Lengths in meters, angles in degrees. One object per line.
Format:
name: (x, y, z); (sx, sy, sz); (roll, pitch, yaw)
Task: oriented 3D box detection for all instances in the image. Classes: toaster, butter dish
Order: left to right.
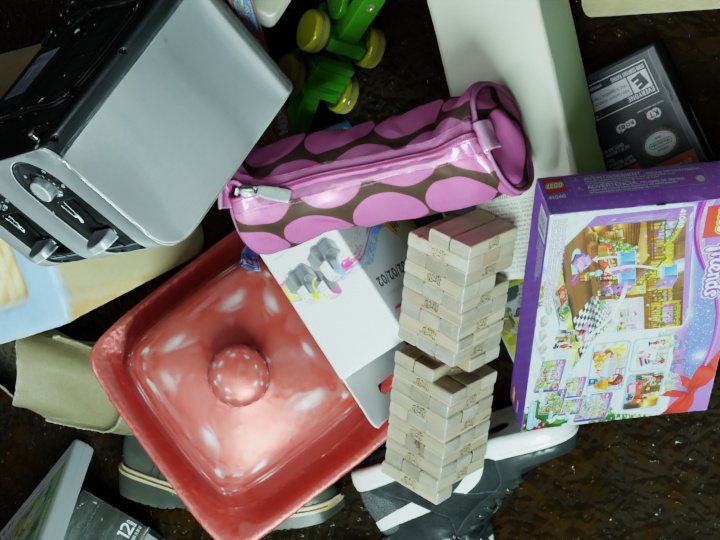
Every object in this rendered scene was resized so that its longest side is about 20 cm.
toaster: (-0.162, -0.102, 1.211); (0.119, 0.201, 0.180); (46, 151, -25)
butter dish: (-0.083, 0.077, 1.339); (0.200, 0.148, 0.200); (-37, 85, -1)

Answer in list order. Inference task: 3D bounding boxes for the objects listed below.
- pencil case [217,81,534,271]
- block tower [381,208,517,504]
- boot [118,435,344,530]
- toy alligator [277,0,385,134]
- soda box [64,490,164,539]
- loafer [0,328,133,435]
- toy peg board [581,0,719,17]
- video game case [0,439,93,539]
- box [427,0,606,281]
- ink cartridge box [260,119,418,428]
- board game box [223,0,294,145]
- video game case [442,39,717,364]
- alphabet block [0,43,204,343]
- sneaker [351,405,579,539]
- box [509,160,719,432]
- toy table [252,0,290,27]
pencil case: (0.008, -0.065, 1.191); (0.199, 0.094, 0.092); (-15, 74, 19)
block tower: (0.060, 0.057, 1.254); (0.054, 0.058, 0.201); (27, 123, 34)
boot: (-0.108, 0.122, 1.442); (0.198, 0.077, 0.140); (6, 103, 24)
toy alligator: (-0.014, -0.179, 1.314); (0.201, 0.059, 0.054); (-59, 36, 28)
soda box: (-0.244, 0.287, 1.501); (0.070, 0.063, 0.201); (26, 77, 16)
loafer: (-0.244, 0.088, 1.470); (0.199, 0.067, 0.077); (13, 104, 41)
toy peg board: (0.215, -0.260, 1.148); (0.199, 0.098, 0.201); (0, 105, 26)
video game case: (-0.293, 0.258, 1.505); (0.022, 0.201, 0.182); (32, 120, -14)
box: (0.112, -0.100, 1.236); (0.082, 0.068, 0.202); (-7, 101, 27)
ink cartridge box: (0.000, 0.000, 1.323); (0.068, 0.115, 0.201); (-33, 90, 28)
board game box: (-0.101, -0.170, 1.259); (0.103, 0.019, 0.200); (38, 161, 29)
video game case: (0.161, -0.038, 1.285); (0.199, 0.025, 0.182); (-24, 94, 29)
alphabet block: (-0.268, -0.057, 1.391); (0.194, 0.200, 0.198); (-15, 98, 30)
sneaker: (0.095, 0.170, 1.360); (0.199, 0.073, 0.113); (-19, 100, 38)
box: (0.175, 0.020, 1.206); (0.136, 0.039, 0.201); (-5, 134, -9)
toy table: (-0.061, -0.267, 1.251); (0.117, 0.200, 0.185); (31, 84, 3)
